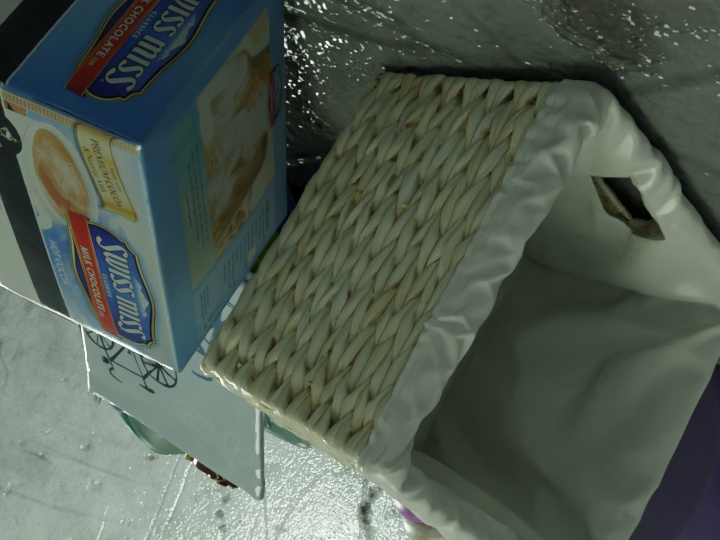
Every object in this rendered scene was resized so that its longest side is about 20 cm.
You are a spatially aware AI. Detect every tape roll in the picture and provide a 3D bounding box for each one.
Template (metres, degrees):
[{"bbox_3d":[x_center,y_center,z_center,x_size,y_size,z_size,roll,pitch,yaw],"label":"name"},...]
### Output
[{"bbox_3d":[0.154,0.125,0.741,0.199,0.202,0.085,13,162,47],"label":"tape roll"}]

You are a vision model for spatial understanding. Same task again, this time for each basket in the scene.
[{"bbox_3d":[0.062,0.028,0.585,0.160,0.202,0.198,22,167,47],"label":"basket"}]

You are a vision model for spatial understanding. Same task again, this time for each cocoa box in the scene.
[{"bbox_3d":[-0.122,-0.068,0.606,0.130,0.134,0.201,24,148,13],"label":"cocoa box"}]

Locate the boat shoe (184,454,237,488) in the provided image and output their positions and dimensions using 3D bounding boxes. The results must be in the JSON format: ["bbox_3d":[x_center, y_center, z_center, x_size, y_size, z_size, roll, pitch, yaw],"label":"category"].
[{"bbox_3d":[-0.122,0.168,1.094,0.070,0.071,0.200,34,168,3],"label":"boat shoe"}]

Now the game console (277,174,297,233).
[{"bbox_3d":[-0.112,-0.058,0.835,0.201,0.117,0.172,73,175,-50],"label":"game console"}]

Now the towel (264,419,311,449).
[{"bbox_3d":[-0.082,0.071,1.122,0.198,0.172,0.048,29,-156,-17],"label":"towel"}]

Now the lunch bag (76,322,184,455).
[{"bbox_3d":[-0.154,0.051,0.959,0.202,0.077,0.160,60,-160,19],"label":"lunch bag"}]

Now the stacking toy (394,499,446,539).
[{"bbox_3d":[0.034,0.095,0.832,0.085,0.085,0.202,2,121,61],"label":"stacking toy"}]

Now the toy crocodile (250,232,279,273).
[{"bbox_3d":[-0.018,0.028,0.751,0.199,0.062,0.067,40,145,-13],"label":"toy crocodile"}]

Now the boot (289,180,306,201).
[{"bbox_3d":[0.000,0.000,0.872,0.198,0.070,0.174,20,163,30],"label":"boot"}]

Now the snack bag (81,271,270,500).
[{"bbox_3d":[-0.128,0.051,0.791,0.187,0.021,0.202,26,134,27],"label":"snack bag"}]
